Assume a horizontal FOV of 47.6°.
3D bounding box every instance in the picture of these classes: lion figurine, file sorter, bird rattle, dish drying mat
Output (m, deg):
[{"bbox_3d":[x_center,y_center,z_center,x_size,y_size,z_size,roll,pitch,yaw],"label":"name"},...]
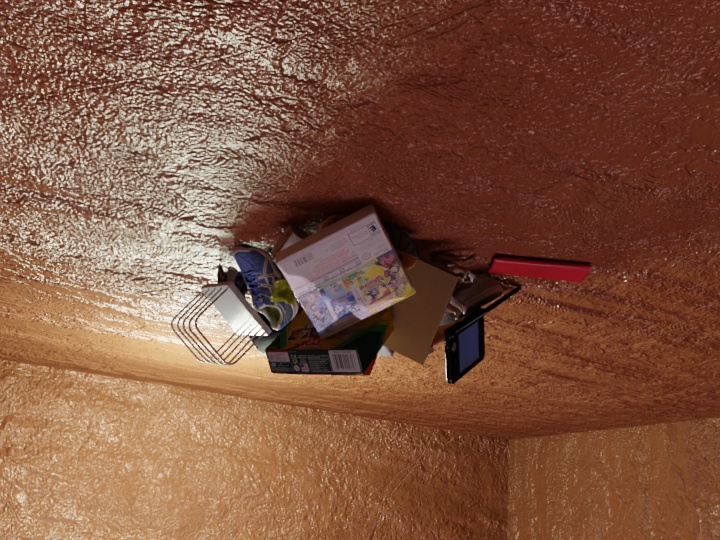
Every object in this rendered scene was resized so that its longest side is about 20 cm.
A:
[{"bbox_3d":[0.166,0.027,1.666,0.121,0.203,0.072,29,-143,25],"label":"lion figurine"},{"bbox_3d":[-0.309,0.121,1.765,0.140,0.125,0.199,52,156,-16],"label":"file sorter"},{"bbox_3d":[-0.083,0.053,1.674,0.199,0.114,0.162,38,156,-25],"label":"bird rattle"},{"bbox_3d":[0.360,-0.004,1.647,0.195,0.019,0.077,6,161,-1],"label":"dish drying mat"}]

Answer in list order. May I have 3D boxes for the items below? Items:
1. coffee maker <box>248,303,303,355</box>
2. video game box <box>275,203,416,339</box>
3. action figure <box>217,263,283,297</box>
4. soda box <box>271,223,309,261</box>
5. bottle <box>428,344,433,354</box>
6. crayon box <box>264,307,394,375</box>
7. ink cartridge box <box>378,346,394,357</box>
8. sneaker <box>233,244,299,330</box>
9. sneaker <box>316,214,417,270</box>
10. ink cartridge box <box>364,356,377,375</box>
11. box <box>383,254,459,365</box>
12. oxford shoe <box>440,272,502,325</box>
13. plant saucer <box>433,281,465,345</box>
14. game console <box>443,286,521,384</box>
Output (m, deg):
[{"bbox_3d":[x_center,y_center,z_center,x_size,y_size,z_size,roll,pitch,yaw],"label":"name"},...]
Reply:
[{"bbox_3d":[-0.169,0.141,1.954,0.196,0.137,0.192,-6,-156,27],"label":"coffee maker"},{"bbox_3d":[-0.025,0.005,1.457,0.197,0.047,0.184,-25,116,6],"label":"video game box"},{"bbox_3d":[-0.215,0.023,1.803,0.195,0.071,0.131,-3,154,12],"label":"action figure"},{"bbox_3d":[-0.072,0.000,1.548,0.198,0.069,0.064,36,-169,-18],"label":"soda box"},{"bbox_3d":[0.104,0.071,1.646,0.082,0.204,0.065,-10,-174,40],"label":"bottle"},{"bbox_3d":[-0.056,0.131,1.560,0.196,0.059,0.173,-3,-156,25],"label":"crayon box"},{"bbox_3d":[-0.023,0.127,1.809,0.197,0.042,0.120,5,139,37],"label":"ink cartridge box"},{"bbox_3d":[-0.200,0.034,1.698,0.075,0.077,0.201,-21,114,34],"label":"sneaker"},{"bbox_3d":[0.011,-0.053,1.520,0.197,0.077,0.088,21,166,-18],"label":"sneaker"},{"bbox_3d":[-0.003,0.169,1.985,0.107,0.201,0.051,-3,126,22],"label":"ink cartridge box"},{"bbox_3d":[0.087,0.065,1.597,0.161,0.203,0.021,25,-157,13],"label":"box"},{"bbox_3d":[0.212,0.065,1.748,0.198,0.059,0.075,-31,158,23],"label":"oxford shoe"},{"bbox_3d":[0.143,0.085,1.794,0.196,0.038,0.203,-10,128,-12],"label":"plant saucer"},{"bbox_3d":[0.269,0.139,1.762,0.114,0.180,0.199,3,-167,30],"label":"game console"}]
